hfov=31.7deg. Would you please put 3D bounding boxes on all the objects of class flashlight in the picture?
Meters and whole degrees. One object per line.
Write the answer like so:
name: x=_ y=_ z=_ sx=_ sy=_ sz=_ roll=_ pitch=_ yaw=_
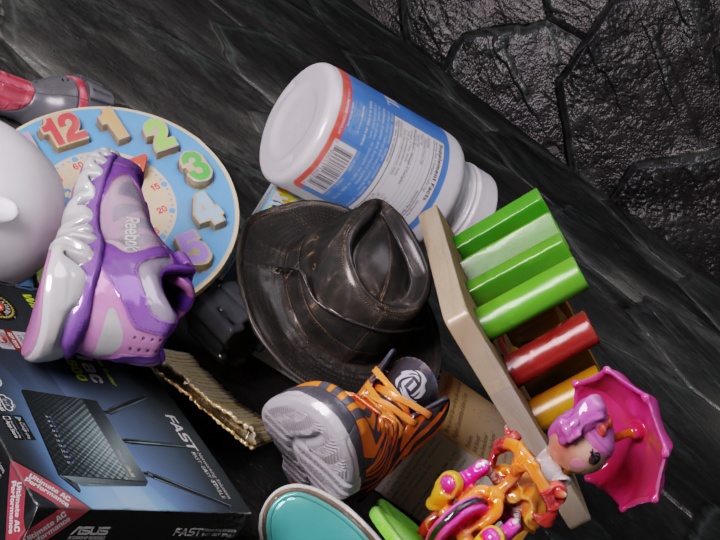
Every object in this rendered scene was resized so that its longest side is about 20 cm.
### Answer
flashlight: x=-0.311 y=-0.160 z=1.105 sx=0.199 sy=0.068 sz=0.068 roll=18 pitch=19 yaw=-47
flashlight: x=-0.147 y=-0.008 z=0.987 sx=0.067 sy=0.068 sz=0.200 roll=-32 pitch=63 yaw=-33

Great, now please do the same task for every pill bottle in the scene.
pill bottle: x=0.020 y=-0.088 z=1.105 sx=0.199 sy=0.113 sz=0.113 roll=26 pitch=19 yaw=-31

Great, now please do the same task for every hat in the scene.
hat: x=0.000 y=0.000 z=0.944 sx=0.199 sy=0.081 sz=0.202 roll=22 pitch=39 yaw=-19

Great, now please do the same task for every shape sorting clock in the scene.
shape sorting clock: x=-0.187 y=-0.047 z=0.931 sx=0.197 sy=0.039 sz=0.202 roll=5 pitch=49 yaw=-6

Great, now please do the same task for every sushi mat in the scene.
sushi mat: x=-0.096 y=0.082 z=0.837 sx=0.095 sy=0.012 sz=0.200 roll=38 pitch=-4 yaw=4

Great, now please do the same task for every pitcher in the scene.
pitcher: x=-0.262 y=-0.040 z=0.750 sx=0.170 sy=0.123 sz=0.199 roll=9 pitch=3 yaw=38

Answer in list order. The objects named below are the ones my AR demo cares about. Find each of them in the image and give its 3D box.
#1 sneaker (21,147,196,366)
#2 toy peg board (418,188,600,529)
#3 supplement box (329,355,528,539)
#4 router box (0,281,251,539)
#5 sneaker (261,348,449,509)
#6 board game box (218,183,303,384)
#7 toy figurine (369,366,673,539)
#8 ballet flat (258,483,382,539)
sneaker: x=-0.140 y=-0.003 z=0.755 sx=0.087 sy=0.081 sz=0.201 roll=15 pitch=27 yaw=-11
toy peg board: x=0.140 y=0.049 z=0.966 sx=0.200 sy=0.097 sz=0.200 roll=57 pitch=11 yaw=-22
supplement box: x=0.049 y=0.129 z=1.000 sx=0.199 sy=0.074 sz=0.126 roll=35 pitch=17 yaw=-1
router box: x=-0.173 y=0.089 z=0.713 sx=0.149 sy=0.062 sz=0.200 roll=15 pitch=26 yaw=-50
sneaker: x=0.002 y=0.089 z=0.809 sx=0.078 sy=0.112 sz=0.200 roll=43 pitch=-17 yaw=13
board game box: x=-0.058 y=-0.005 z=1.104 sx=0.102 sy=0.105 sz=0.200 roll=32 pitch=18 yaw=-7
toy figurine: x=0.115 y=0.136 z=0.815 sx=0.150 sy=0.184 sz=0.200 roll=45 pitch=-3 yaw=32
ballet flat: x=0.016 y=0.209 z=0.768 sx=0.200 sy=0.070 sz=0.069 roll=42 pitch=18 yaw=7
